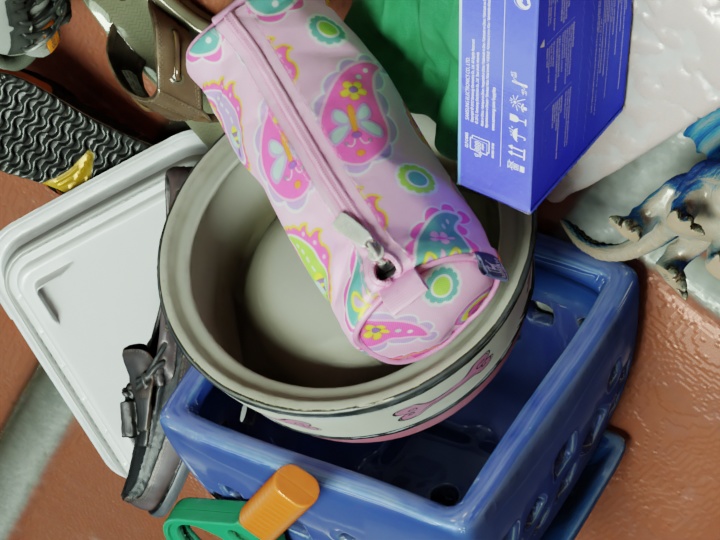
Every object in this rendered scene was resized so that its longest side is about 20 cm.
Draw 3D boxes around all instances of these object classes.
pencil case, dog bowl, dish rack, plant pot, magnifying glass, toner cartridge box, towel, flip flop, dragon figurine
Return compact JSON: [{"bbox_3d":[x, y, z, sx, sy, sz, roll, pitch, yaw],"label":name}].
[{"bbox_3d":[-0.009,-0.050,1.130,0.200,0.087,0.087,60,151,28],"label":"pencil case"},{"bbox_3d":[0.000,0.000,1.203,0.200,0.200,0.074,18,158,26],"label":"dog bowl"},{"bbox_3d":[-0.111,0.032,1.395,0.200,0.172,0.044,61,-179,-27],"label":"dish rack"},{"bbox_3d":[0.034,0.094,1.304,0.200,0.200,0.180,19,145,27],"label":"plant pot"},{"bbox_3d":[-0.058,0.140,1.255,0.080,0.022,0.200,35,157,-2],"label":"magnifying glass"},{"bbox_3d":[0.086,-0.131,1.056,0.043,0.095,0.200,23,139,23],"label":"toner cartridge box"},{"bbox_3d":[0.090,-0.141,1.147,0.200,0.032,0.191,46,143,-8],"label":"towel"},{"bbox_3d":[-0.116,-0.125,1.313,0.200,0.058,0.081,49,140,-8],"label":"flip flop"},{"bbox_3d":[0.179,-0.043,1.147,0.059,0.099,0.200,45,162,-9],"label":"dragon figurine"}]

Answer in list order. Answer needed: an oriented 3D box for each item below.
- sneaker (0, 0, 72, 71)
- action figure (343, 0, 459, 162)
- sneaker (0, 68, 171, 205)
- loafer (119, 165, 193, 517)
[{"bbox_3d":[-0.184,-0.162,1.276,0.079,0.074,0.200,54,162,-4],"label":"sneaker"},{"bbox_3d":[0.042,-0.150,1.103,0.118,0.055,0.200,37,149,22],"label":"action figure"},{"bbox_3d":[-0.161,-0.069,1.416,0.200,0.090,0.070,33,102,-21],"label":"sneaker"},{"bbox_3d":[-0.109,0.037,1.319,0.063,0.200,0.072,18,176,-17],"label":"loafer"}]
